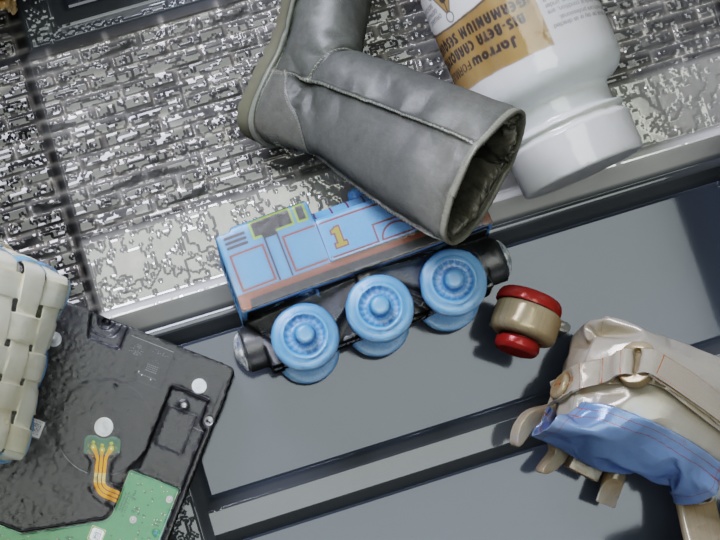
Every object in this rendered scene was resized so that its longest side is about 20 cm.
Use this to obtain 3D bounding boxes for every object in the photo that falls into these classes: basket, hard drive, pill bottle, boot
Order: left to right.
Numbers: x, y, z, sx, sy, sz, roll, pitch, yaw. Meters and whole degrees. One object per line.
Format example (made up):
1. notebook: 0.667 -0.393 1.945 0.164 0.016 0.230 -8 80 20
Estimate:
1. basket: -0.293 0.048 1.139 0.199 0.139 0.177 10 83 35
2. hard drive: -0.184 0.135 1.190 0.139 0.038 0.201 21 82 -1
3. boot: 0.024 -0.129 1.166 0.200 0.072 0.183 23 94 42
4. pill bottle: 0.113 -0.158 1.202 0.114 0.114 0.201 -23 86 -6

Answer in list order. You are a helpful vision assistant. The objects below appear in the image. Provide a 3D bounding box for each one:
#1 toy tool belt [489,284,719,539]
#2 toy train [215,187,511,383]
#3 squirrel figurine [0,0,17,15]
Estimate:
1. toy tool belt: 0.167 0.100 1.174 0.199 0.125 0.123 21 76 -4
2. toy train: 0.000 0.000 1.195 0.199 0.087 0.115 -20 80 -5
3. squirrel figurine: -0.275 -0.275 1.182 0.186 0.142 0.201 -30 84 0
